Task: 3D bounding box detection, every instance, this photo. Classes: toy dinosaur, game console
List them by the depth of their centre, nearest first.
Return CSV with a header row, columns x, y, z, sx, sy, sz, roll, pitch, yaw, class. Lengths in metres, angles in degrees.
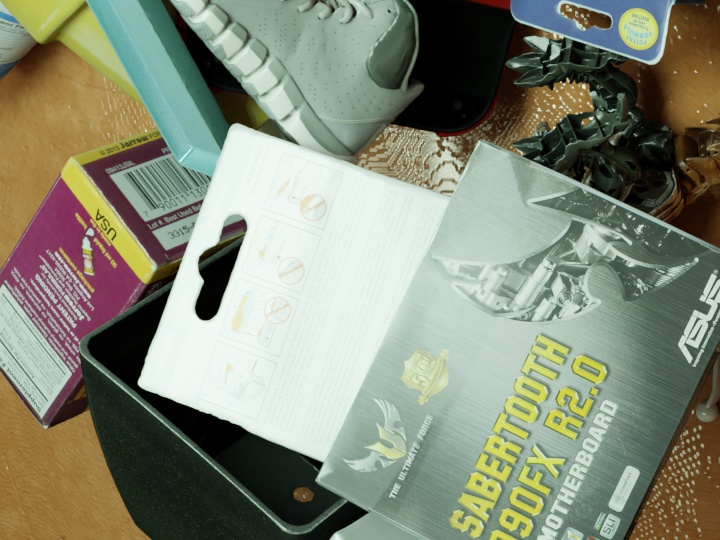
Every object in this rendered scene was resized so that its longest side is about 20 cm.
x,y,z,sx,sy,sz,roll,pitch,yaw,class
0.146,-0.067,1.136,0.200,0.136,0.102,-38,39,12,toy dinosaur
0.001,-0.174,1.157,0.031,0.199,0.177,-115,37,-68,game console

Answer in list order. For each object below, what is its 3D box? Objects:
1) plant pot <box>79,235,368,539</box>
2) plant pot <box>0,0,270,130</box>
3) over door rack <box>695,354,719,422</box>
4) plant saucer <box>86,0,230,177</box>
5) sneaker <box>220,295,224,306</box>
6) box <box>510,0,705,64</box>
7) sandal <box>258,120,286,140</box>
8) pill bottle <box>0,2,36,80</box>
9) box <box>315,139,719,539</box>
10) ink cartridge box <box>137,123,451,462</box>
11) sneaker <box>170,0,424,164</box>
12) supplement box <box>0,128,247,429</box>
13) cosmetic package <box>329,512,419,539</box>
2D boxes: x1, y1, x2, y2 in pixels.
x,y,z,sx,sy,sz,roll,pitch,yaw,class
-0.056,0.118,1.322,0.199,0.200,0.178,37,139,24,plant pot
-0.104,-0.181,1.244,0.189,0.201,0.201,50,134,-7,plant pot
0.139,0.076,1.158,0.200,0.148,0.067,-7,97,42,over door rack
-0.124,-0.136,1.141,0.070,0.019,0.200,22,146,50,plant saucer
0.000,-0.001,1.240,0.111,0.200,0.077,45,172,34,sneaker
0.144,-0.221,1.076,0.121,0.032,0.201,26,113,45,box
-0.112,-0.130,1.354,0.200,0.054,0.080,53,133,12,sandal
-0.259,-0.212,1.410,0.200,0.112,0.112,-36,82,43,pill bottle
0.091,0.055,1.029,0.158,0.048,0.200,27,91,13,box
-0.003,0.027,1.102,0.199,0.050,0.163,20,90,16,ink cartridge box
-0.035,-0.154,1.111,0.200,0.115,0.075,50,-178,-32,sneaker
-0.169,0.002,1.405,0.103,0.131,0.200,51,133,13,supplement box
0.060,0.186,1.232,0.113,0.200,0.081,50,132,15,cosmetic package
